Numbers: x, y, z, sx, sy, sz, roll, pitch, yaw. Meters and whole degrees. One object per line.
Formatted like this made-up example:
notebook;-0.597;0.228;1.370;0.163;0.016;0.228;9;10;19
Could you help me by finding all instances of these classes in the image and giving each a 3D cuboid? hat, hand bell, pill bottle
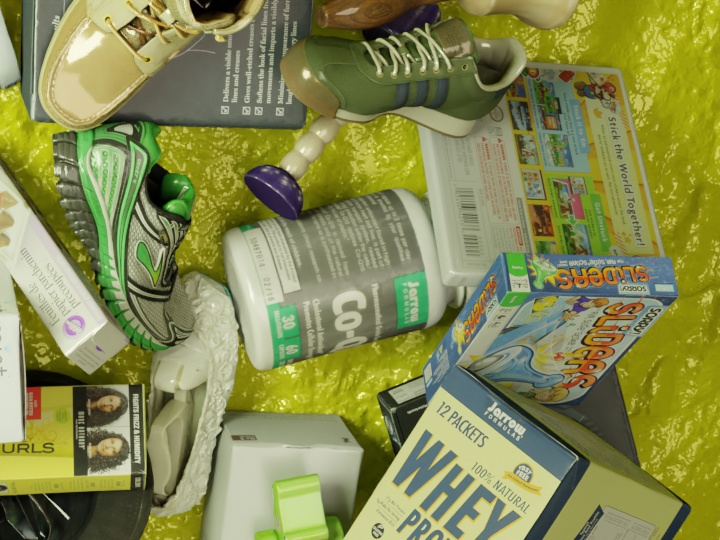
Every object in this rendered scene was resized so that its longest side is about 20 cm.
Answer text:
hat;-0.255;0.184;1.208;0.199;0.081;0.202;3;63;-6
hand bell;0.055;-0.206;1.152;0.199;0.104;0.105;-20;112;-30
pill bottle;0.000;0.000;1.222;0.199;0.113;0.114;-15;109;-11

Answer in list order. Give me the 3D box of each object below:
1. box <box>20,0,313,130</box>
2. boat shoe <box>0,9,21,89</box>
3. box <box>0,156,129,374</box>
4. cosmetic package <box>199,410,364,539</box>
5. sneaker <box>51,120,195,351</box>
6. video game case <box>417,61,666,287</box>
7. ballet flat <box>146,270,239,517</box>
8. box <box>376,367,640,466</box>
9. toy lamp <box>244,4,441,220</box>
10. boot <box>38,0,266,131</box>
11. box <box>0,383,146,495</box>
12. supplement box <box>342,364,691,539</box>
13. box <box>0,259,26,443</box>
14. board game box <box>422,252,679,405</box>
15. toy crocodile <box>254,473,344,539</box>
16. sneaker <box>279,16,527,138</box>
box;-0.140;-0.186;1.130;0.198;0.107;0.150;1;106;-17
boat shoe;-0.307;-0.211;1.091;0.090;0.071;0.202;-19;112;-14
box;-0.232;-0.014;1.114;0.039;0.200;0.041;-39;150;-1
cosmetic package;-0.072;0.220;1.284;0.112;0.081;0.202;6;103;-18
sneaker;-0.152;-0.020;1.128;0.085;0.078;0.201;-13;134;3
video game case;0.136;-0.077;1.218;0.181;0.201;0.023;2;150;-17
ballet flat;-0.139;0.103;1.228;0.071;0.072;0.202;3;105;-17
box;0.129;0.144;1.339;0.199;0.044;0.161;-20;110;-10
toy lamp;-0.009;-0.131;1.194;0.058;0.058;0.200;43;73;-23
boot;-0.126;-0.162;0.999;0.200;0.155;0.073;-47;112;1
box;-0.258;0.126;1.161;0.198;0.050;0.076;0;68;-9
supplement box;0.115;0.210;1.217;0.199;0.134;0.201;28;96;-50
box;-0.327;0.051;1.094;0.175;0.200;0.097;-4;107;-14
board game box;0.139;0.049;1.201;0.134;0.200;0.035;1;62;-15
toy crocodile;-0.045;0.254;1.225;0.067;0.062;0.202;-4;107;-18
sneaker;0.040;-0.151;1.118;0.199;0.067;0.090;6;144;-47
